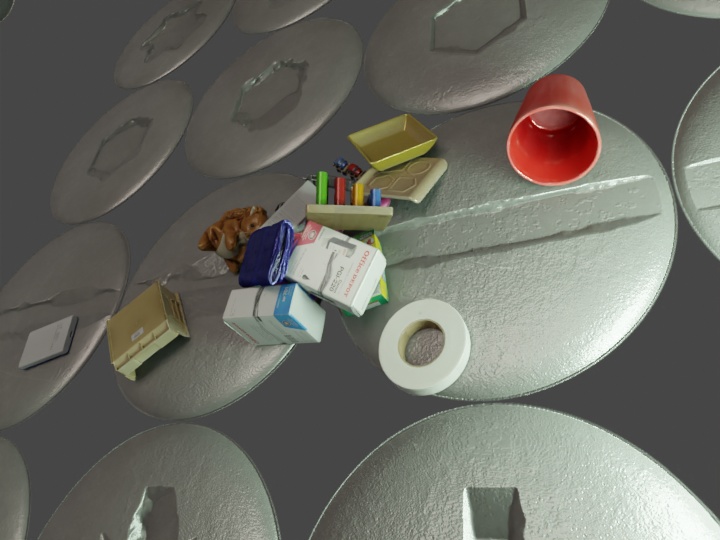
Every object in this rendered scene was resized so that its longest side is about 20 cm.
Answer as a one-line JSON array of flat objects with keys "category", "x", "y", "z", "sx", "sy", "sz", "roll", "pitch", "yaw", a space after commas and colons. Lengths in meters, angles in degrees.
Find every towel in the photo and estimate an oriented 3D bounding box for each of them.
[{"category": "towel", "x": -0.220, "y": -0.032, "z": 1.273, "sx": 0.198, "sy": 0.049, "sz": 0.152, "roll": -7, "pitch": 66, "yaw": 56}]

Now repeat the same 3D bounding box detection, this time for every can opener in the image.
[{"category": "can opener", "x": -0.088, "y": -0.234, "z": 1.536, "sx": 0.196, "sy": 0.053, "sz": 0.069, "roll": 17, "pitch": 100, "yaw": 37}]

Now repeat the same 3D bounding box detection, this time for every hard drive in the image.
[{"category": "hard drive", "x": -1.016, "y": 0.234, "z": 1.761, "sx": 0.195, "sy": 0.025, "sz": 0.135, "roll": -20, "pitch": 51, "yaw": 18}]

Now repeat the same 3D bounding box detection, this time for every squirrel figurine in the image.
[{"category": "squirrel figurine", "x": -0.327, "y": -0.122, "z": 1.515, "sx": 0.184, "sy": 0.141, "sz": 0.203, "roll": -28, "pitch": 35, "yaw": 28}]

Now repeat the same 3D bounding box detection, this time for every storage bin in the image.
[{"category": "storage bin", "x": -0.598, "y": 0.167, "z": 1.517, "sx": 0.198, "sy": 0.094, "sz": 0.200, "roll": -36, "pitch": 48, "yaw": 2}]

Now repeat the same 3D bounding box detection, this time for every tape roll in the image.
[{"category": "tape roll", "x": 0.132, "y": 0.157, "z": 1.131, "sx": 0.197, "sy": 0.037, "sz": 0.208, "roll": -16, "pitch": 51, "yaw": 21}]

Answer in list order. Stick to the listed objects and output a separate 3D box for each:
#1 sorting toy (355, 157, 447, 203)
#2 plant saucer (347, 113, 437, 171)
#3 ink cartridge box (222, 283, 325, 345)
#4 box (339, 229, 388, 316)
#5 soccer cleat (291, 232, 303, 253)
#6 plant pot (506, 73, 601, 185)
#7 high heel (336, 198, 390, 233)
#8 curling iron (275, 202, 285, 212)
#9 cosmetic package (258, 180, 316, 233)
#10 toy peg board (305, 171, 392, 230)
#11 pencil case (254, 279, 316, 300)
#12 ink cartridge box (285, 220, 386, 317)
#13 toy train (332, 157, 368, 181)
[{"category": "sorting toy", "x": 0.104, "y": -0.237, "z": 1.398, "sx": 0.196, "sy": 0.037, "sz": 0.186, "roll": 15, "pitch": 48, "yaw": 32}, {"category": "plant saucer", "x": 0.084, "y": -0.340, "z": 1.459, "sx": 0.195, "sy": 0.049, "sz": 0.201, "roll": -22, "pitch": 39, "yaw": -9}, {"category": "ink cartridge box", "x": -0.203, "y": 0.109, "z": 1.287, "sx": 0.194, "sy": 0.147, "sz": 0.088, "roll": -4, "pitch": 57, "yaw": 27}, {"category": "box", "x": 0.000, "y": 0.000, "z": 1.312, "sx": 0.114, "sy": 0.048, "sz": 0.205, "roll": -19, "pitch": 54, "yaw": 18}, {"category": "soccer cleat", "x": -0.151, "y": -0.068, "z": 1.382, "sx": 0.067, "sy": 0.075, "sz": 0.199, "roll": 11, "pitch": 33, "yaw": 36}, {"category": "plant pot", "x": 0.429, "y": -0.324, "z": 1.199, "sx": 0.195, "sy": 0.203, "sz": 0.180, "roll": -4, "pitch": 46, "yaw": 28}, {"category": "high heel", "x": -0.020, "y": -0.156, "z": 1.396, "sx": 0.196, "sy": 0.097, "sz": 0.068, "roll": -28, "pitch": 40, "yaw": 12}, {"category": "curling iron", "x": -0.194, "y": -0.114, "z": 1.515, "sx": 0.048, "sy": 0.026, "sz": 0.203, "roll": -13, "pitch": 56, "yaw": -19}, {"category": "cosmetic package", "x": -0.183, "y": -0.133, "z": 1.440, "sx": 0.073, "sy": 0.102, "sz": 0.201, "roll": 37, "pitch": 64, "yaw": 5}, {"category": "toy peg board", "x": -0.030, "y": -0.163, "z": 1.281, "sx": 0.192, "sy": 0.200, "sz": 0.101, "roll": 1, "pitch": 84, "yaw": -3}, {"category": "pencil case", "x": -0.192, "y": 0.030, "z": 1.381, "sx": 0.196, "sy": 0.089, "sz": 0.090, "roll": 11, "pitch": 64, "yaw": 37}, {"category": "ink cartridge box", "x": -0.059, "y": -0.005, "z": 1.233, "sx": 0.196, "sy": 0.085, "sz": 0.149, "roll": 23, "pitch": 79, "yaw": 21}, {"category": "toy train", "x": -0.015, "y": -0.274, "z": 1.512, "sx": 0.034, "sy": 0.046, "sz": 0.198, "roll": -48, "pitch": 48, "yaw": -9}]
